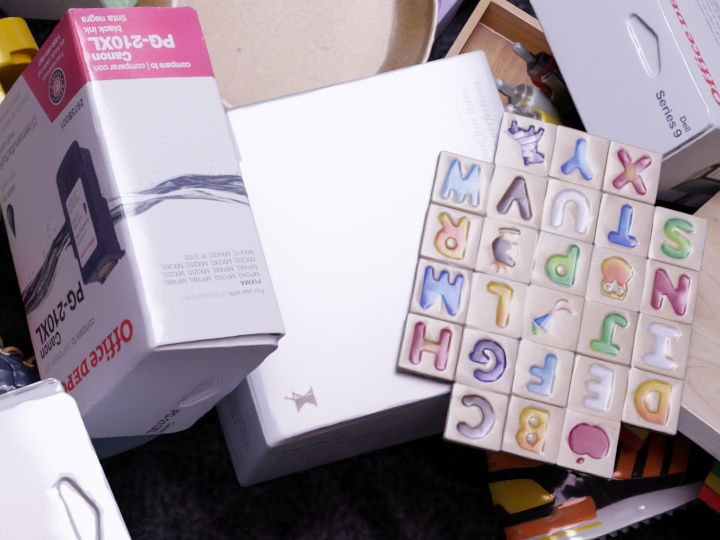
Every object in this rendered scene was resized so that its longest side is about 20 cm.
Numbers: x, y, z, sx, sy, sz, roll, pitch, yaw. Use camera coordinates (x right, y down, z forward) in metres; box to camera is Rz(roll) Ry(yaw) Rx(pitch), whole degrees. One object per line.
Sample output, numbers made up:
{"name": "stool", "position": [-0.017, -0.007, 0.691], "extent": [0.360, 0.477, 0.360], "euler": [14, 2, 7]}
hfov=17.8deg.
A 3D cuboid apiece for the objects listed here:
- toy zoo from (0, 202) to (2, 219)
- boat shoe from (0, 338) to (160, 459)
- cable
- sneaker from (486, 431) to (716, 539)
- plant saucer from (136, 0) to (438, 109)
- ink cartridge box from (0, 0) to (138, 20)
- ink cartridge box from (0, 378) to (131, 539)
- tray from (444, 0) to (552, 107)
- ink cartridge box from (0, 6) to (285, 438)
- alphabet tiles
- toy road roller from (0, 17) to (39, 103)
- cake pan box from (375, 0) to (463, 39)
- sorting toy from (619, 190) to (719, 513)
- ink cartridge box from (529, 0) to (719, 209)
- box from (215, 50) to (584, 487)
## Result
{"name": "toy zoo", "position": [-0.277, 0.045, 1.290], "extent": [0.130, 0.020, 0.201], "euler": [0, 62, 3]}
{"name": "boat shoe", "position": [-0.210, 0.065, 1.332], "extent": [0.199, 0.071, 0.091], "euler": [-6, 65, -19]}
{"name": "cable", "position": [0.167, -0.079, 1.518], "extent": [0.200, 0.050, 0.097], "euler": [43, 40, -27]}
{"name": "sneaker", "position": [0.168, 0.107, 1.415], "extent": [0.199, 0.070, 0.090], "euler": [-20, 89, -22]}
{"name": "plant saucer", "position": [-0.049, -0.170, 1.488], "extent": [0.199, 0.035, 0.201], "euler": [0, 82, 0]}
{"name": "ink cartridge box", "position": [-0.155, -0.254, 1.464], "extent": [0.067, 0.117, 0.201], "euler": [51, 60, -40]}
{"name": "ink cartridge box", "position": [-0.181, 0.167, 1.216], "extent": [0.084, 0.200, 0.145], "euler": [-18, 70, -24]}
{"name": "tray", "position": [0.078, -0.083, 1.514], "extent": [0.098, 0.037, 0.200], "euler": [31, 59, 0]}
{"name": "ink cartridge box", "position": [-0.129, -0.024, 1.272], "extent": [0.084, 0.145, 0.201], "euler": [-5, 69, -32]}
{"name": "alphabet tiles", "position": [0.112, 0.013, 1.314], "extent": [0.166, 0.006, 0.201], "euler": [15, 71, -9]}
{"name": "toy road roller", "position": [-0.283, -0.100, 1.367], "extent": [0.199, 0.123, 0.147], "euler": [-26, 85, -26]}
{"name": "cake pan box", "position": [0.017, -0.260, 1.575], "extent": [0.200, 0.052, 0.184], "euler": [38, 62, 4]}
{"name": "sorting toy", "position": [0.247, 0.068, 1.399], "extent": [0.200, 0.070, 0.199], "euler": [37, 44, 16]}
{"name": "ink cartridge box", "position": [0.211, -0.122, 1.488], "extent": [0.200, 0.084, 0.147], "euler": [9, 54, -55]}
{"name": "box", "position": [0.000, 0.000, 1.368], "extent": [0.199, 0.131, 0.200], "euler": [-14, 77, -14]}
